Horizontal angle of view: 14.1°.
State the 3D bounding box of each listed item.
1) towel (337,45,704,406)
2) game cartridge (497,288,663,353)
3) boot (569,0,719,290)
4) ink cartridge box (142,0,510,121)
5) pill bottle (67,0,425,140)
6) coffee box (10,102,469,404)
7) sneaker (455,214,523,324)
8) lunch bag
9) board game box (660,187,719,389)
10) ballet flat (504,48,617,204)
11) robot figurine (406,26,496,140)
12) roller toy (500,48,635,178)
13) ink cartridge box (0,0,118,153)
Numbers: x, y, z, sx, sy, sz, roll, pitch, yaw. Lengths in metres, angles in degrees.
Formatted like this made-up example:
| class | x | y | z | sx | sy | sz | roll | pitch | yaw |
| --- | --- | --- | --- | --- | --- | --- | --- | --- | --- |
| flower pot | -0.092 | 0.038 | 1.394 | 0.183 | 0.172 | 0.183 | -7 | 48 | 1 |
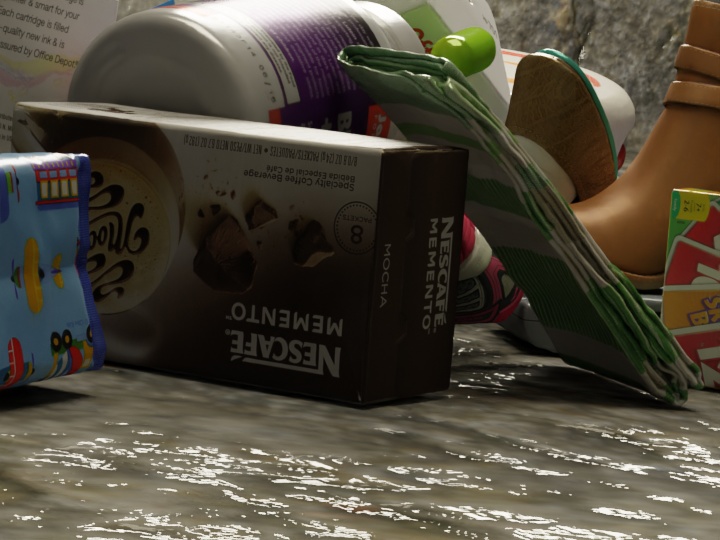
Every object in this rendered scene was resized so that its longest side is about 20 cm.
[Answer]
| class | x | y | z | sx | sy | sz | roll | pitch | yaw |
| --- | --- | --- | --- | --- | --- | --- | --- | --- | --- |
| towel | 0.072 | -0.023 | 1.372 | 0.200 | 0.023 | 0.153 | 50 | -9 | -16 |
| game cartridge | 0.173 | 0.027 | 1.574 | 0.199 | 0.042 | 0.133 | 5 | 1 | -8 |
| boot | 0.173 | -0.067 | 1.547 | 0.199 | 0.156 | 0.077 | 5 | 5 | -6 |
| ink cartridge box | -0.027 | -0.121 | 1.753 | 0.200 | 0.086 | 0.146 | -21 | -33 | 16 |
| pill bottle | -0.048 | -0.085 | 1.461 | 0.111 | 0.112 | 0.200 | 8 | 15 | 29 |
| coffee box | -0.059 | -0.011 | 1.311 | 0.200 | 0.113 | 0.080 | 9 | 7 | 29 |
| sneaker | 0.000 | 0.000 | 1.538 | 0.075 | 0.081 | 0.200 | 40 | -20 | -34 |
| lunch bag | -0.229 | 0.006 | 1.178 | 0.200 | 0.094 | 0.150 | -2 | 4 | 27 |
| board game box | 0.241 | 0.019 | 1.388 | 0.200 | 0.096 | 0.030 | 7 | 7 | 24 |
| ballet flat | 0.106 | -0.037 | 1.620 | 0.068 | 0.072 | 0.200 | 32 | -22 | 27 |
| robot figurine | 0.005 | -0.069 | 1.641 | 0.200 | 0.175 | 0.116 | 44 | 22 | -29 |
| roller toy | 0.083 | -0.063 | 1.889 | 0.182 | 0.140 | 0.200 | -4 | 20 | -40 |
| ink cartridge box | -0.198 | -0.104 | 1.415 | 0.084 | 0.201 | 0.145 | 4 | -5 | 37 |
